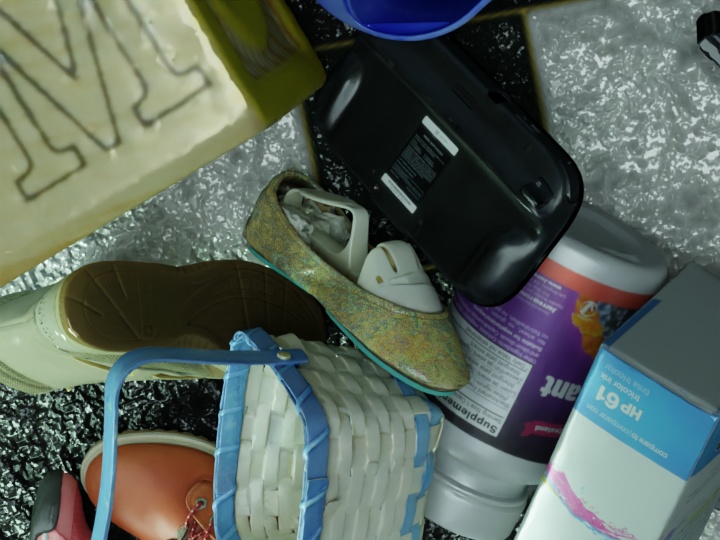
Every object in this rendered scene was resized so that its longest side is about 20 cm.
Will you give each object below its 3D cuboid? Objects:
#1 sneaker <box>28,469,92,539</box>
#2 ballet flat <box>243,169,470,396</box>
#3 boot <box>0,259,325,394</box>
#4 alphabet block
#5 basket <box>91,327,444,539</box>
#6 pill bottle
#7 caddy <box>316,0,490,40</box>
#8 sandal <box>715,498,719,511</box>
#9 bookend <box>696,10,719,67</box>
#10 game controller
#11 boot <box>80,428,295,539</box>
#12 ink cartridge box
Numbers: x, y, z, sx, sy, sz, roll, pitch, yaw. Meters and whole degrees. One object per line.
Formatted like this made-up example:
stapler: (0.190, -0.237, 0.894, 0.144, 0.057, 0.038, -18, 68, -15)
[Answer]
sneaker: (-0.170, 0.221, 1.478, 0.086, 0.074, 0.201, -7, 108, -3)
ballet flat: (0.000, 0.000, 1.338, 0.200, 0.070, 0.071, 39, 113, 41)
boot: (-0.137, 0.041, 1.405, 0.155, 0.199, 0.073, -16, 74, 50)
alphabet block: (-0.164, -0.132, 1.304, 0.199, 0.195, 0.197, -29, 98, 16)
basket: (-0.061, 0.126, 1.312, 0.199, 0.139, 0.177, -3, 116, -30)
pill bottle: (0.097, 0.059, 1.361, 0.111, 0.111, 0.201, 25, 108, 1)
caddy: (0.044, -0.222, 1.273, 0.141, 0.105, 0.200, 47, 123, -6)
sandal: (0.244, 0.059, 1.374, 0.076, 0.043, 0.201, 15, 107, 4)
bookend: (0.332, -0.135, 1.282, 0.199, 0.092, 0.200, 45, 106, -5)
game controller: (0.048, -0.071, 1.322, 0.200, 0.042, 0.105, 49, 121, 34)
boot: (-0.093, 0.167, 1.423, 0.199, 0.107, 0.075, 23, 109, 4)
ink cartridge box: (0.167, 0.117, 1.321, 0.084, 0.144, 0.201, 30, 121, 18)
